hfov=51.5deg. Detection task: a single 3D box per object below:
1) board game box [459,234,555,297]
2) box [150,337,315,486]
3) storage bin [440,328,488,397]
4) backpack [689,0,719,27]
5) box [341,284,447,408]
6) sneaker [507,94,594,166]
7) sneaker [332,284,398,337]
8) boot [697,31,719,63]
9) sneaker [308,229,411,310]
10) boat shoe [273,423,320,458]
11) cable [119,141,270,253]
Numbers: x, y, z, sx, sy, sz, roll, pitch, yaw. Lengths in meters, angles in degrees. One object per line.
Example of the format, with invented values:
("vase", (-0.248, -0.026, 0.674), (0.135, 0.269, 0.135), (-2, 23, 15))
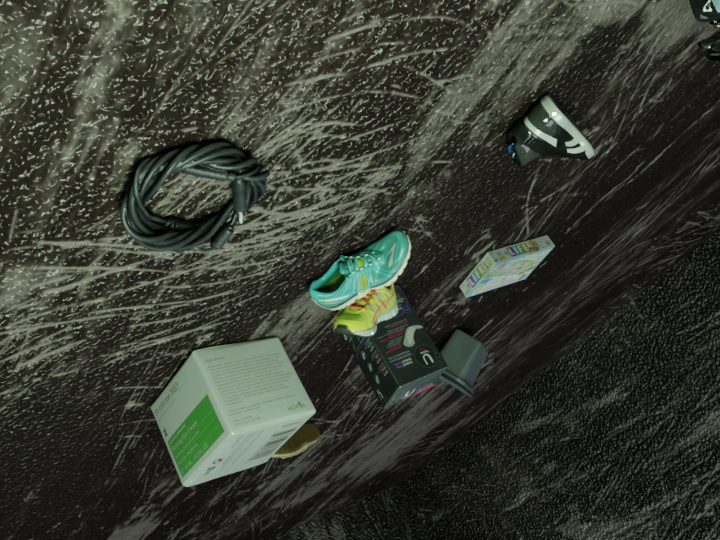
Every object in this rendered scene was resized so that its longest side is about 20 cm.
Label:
("board game box", (0.336, -0.010, 1.711), (0.199, 0.034, 0.135), (-15, 152, -35))
("box", (-0.233, 0.252, 1.359), (0.199, 0.172, 0.199), (-4, 145, -46))
("storage bin", (0.266, 0.243, 2.033), (0.135, 0.145, 0.200), (-58, 157, -6))
("backpack", (0.559, -0.430, 0.994), (0.163, 0.155, 0.199), (-26, -166, -36))
("box", (0.060, 0.149, 1.475), (0.122, 0.201, 0.106), (-17, 153, -28))
("sneaker", (0.304, -0.210, 1.231), (0.112, 0.073, 0.200), (-37, 148, 22))
("sneaker", (0.007, 0.058, 1.355), (0.200, 0.078, 0.091), (-35, 130, -60))
("boot", (0.580, -0.336, 1.061), (0.130, 0.068, 0.200), (-41, -161, 7))
("sneaker", (0.000, 0.000, 1.270), (0.199, 0.078, 0.080), (-36, 148, 12))
("boat shoe", (-0.190, 0.460, 1.958), (0.199, 0.074, 0.069), (-3, 139, -50))
("cable", (-0.192, -0.084, 0.885), (0.163, 0.051, 0.200), (-36, 156, 11))
